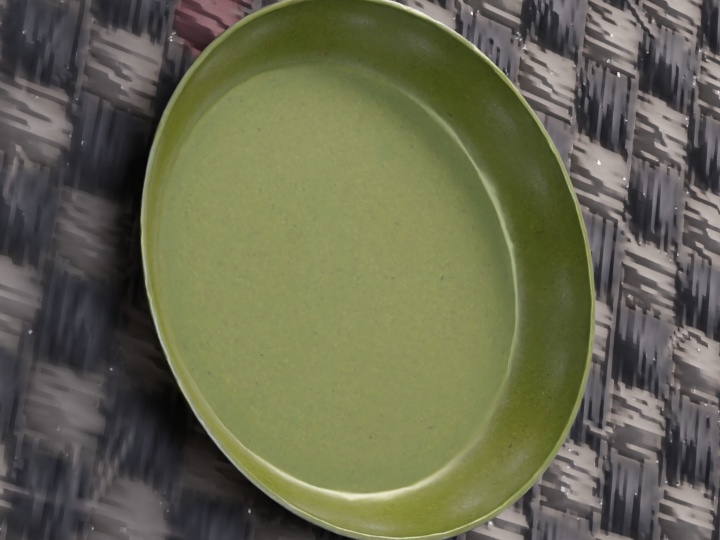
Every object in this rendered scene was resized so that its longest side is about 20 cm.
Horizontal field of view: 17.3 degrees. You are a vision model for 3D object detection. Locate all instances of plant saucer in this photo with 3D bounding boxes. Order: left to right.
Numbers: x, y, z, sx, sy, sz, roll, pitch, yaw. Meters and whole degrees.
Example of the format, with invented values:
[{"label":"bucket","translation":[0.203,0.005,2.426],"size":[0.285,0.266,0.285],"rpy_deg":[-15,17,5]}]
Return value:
[{"label":"plant saucer","translation":[0.000,0.000,0.853],"size":[0.200,0.031,0.201],"rpy_deg":[9,74,-34]}]
